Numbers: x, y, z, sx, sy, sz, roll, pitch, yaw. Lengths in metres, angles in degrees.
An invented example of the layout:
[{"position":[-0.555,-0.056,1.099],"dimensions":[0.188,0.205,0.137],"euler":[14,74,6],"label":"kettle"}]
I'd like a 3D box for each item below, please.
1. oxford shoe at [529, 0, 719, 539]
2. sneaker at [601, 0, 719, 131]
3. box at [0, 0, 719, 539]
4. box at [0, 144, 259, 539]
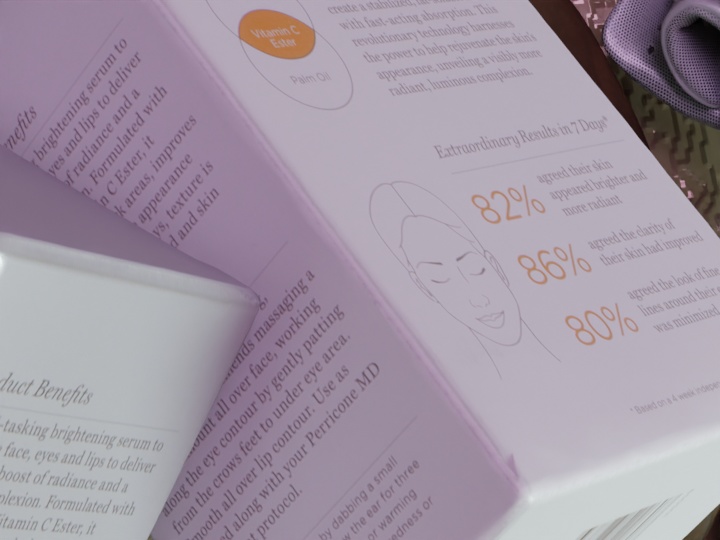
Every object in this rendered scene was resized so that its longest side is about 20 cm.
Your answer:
[{"position":[0.076,-0.007,0.852],"dimensions":[0.073,0.084,0.200],"euler":[-12,76,-20],"label":"oxford shoe"},{"position":[0.125,-0.125,0.896],"dimensions":[0.115,0.075,0.200],"euler":[-23,85,-41],"label":"sneaker"},{"position":[0.000,0.000,0.750],"dimensions":[0.152,0.106,0.200],"euler":[-12,59,-50],"label":"box"},{"position":[-0.146,0.055,0.667],"dimensions":[0.152,0.106,0.200],"euler":[30,98,31],"label":"box"}]
